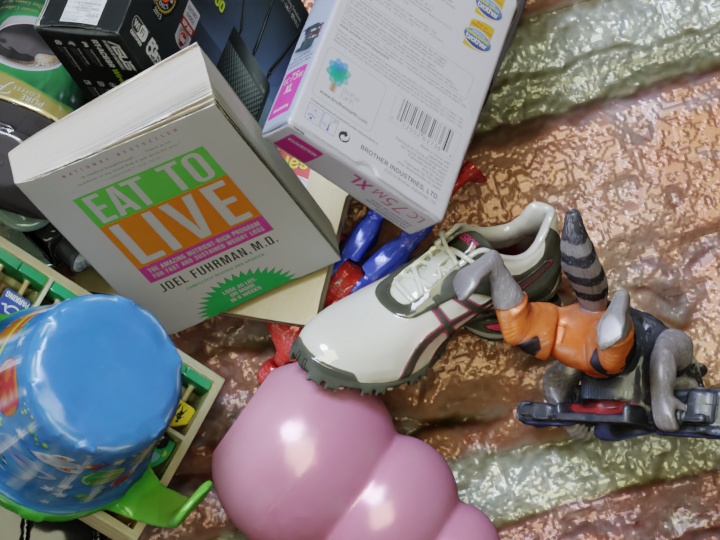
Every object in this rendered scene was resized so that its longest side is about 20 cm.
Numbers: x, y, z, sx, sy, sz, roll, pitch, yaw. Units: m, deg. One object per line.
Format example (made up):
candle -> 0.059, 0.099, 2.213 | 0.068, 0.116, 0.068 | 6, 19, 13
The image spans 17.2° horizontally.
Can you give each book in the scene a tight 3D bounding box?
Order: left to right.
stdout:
book -> -0.111, -0.041, 1.454 | 0.133, 0.200, 0.048 | -25, 55, 10

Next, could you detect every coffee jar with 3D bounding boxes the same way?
coffee jar -> -0.197, -0.127, 1.497 | 0.104, 0.086, 0.201 | 17, 56, 14

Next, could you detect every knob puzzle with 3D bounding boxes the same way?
knob puzzle -> -0.086, -0.068, 1.579 | 0.218, 0.030, 0.221 | -5, 73, 17

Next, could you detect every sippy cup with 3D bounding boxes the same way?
sippy cup -> -0.170, 0.075, 1.432 | 0.177, 0.130, 0.141 | 13, 72, -20

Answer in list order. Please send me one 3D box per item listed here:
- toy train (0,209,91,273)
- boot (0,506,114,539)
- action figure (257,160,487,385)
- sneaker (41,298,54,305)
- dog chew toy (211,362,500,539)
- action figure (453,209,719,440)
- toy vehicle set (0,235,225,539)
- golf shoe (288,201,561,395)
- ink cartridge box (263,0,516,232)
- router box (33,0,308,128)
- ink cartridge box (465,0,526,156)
toy train -> -0.220, -0.087, 1.566 | 0.114, 0.085, 0.200 | -40, 67, -15
boot -> -0.253, 0.187, 1.541 | 0.197, 0.073, 0.164 | 9, 85, -2
action figure -> 0.000, 0.000, 1.562 | 0.065, 0.052, 0.200 | 41, 90, 13
sneaker -> -0.235, 0.033, 1.568 | 0.199, 0.077, 0.085 | 34, 77, 0
dog chew toy -> 0.005, 0.148, 1.510 | 0.199, 0.125, 0.125 | 35, 86, 0
action figure -> 0.175, 0.047, 1.469 | 0.199, 0.193, 0.105 | 3, 71, 32
toy vehicle set -> -0.199, 0.070, 1.509 | 0.199, 0.026, 0.125 | 33, 66, -11
golf shoe -> 0.042, 0.012, 1.500 | 0.199, 0.088, 0.077 | -20, 47, -30
ink cartridge box -> 0.025, -0.138, 1.466 | 0.119, 0.042, 0.201 | 32, 64, -24
router box -> -0.111, -0.155, 1.472 | 0.062, 0.200, 0.151 | 7, 64, 24
ink cartridge box -> 0.039, -0.162, 1.558 | 0.119, 0.042, 0.201 | 19, 63, 8
